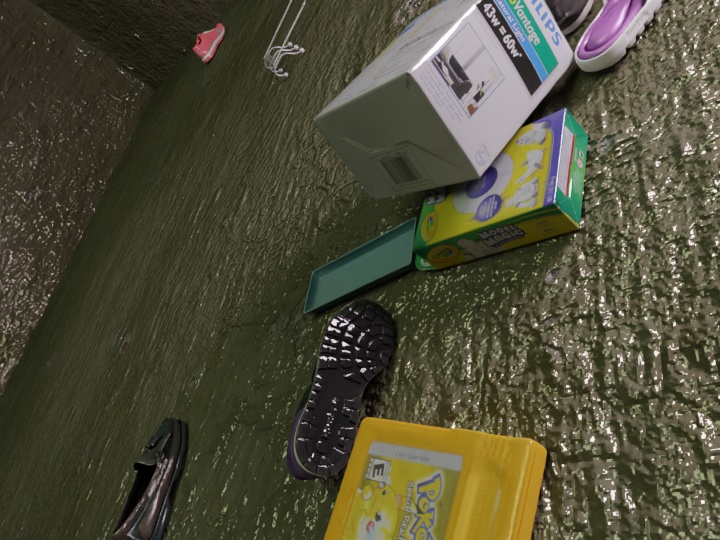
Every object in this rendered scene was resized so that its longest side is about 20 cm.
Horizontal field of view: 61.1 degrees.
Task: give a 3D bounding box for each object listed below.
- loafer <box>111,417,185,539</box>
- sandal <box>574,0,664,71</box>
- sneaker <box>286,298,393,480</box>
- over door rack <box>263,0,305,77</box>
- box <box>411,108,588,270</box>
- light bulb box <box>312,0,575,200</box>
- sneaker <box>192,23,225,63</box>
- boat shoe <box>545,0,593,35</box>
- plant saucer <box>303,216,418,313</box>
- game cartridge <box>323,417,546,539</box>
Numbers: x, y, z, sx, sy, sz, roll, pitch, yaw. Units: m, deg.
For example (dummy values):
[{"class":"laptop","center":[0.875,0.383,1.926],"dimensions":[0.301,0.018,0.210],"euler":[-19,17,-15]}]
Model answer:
[{"class":"loafer","center":[-0.305,0.300,0.889],"dimensions":[0.072,0.063,0.202],"euler":[-35,37,31]},{"class":"sandal","center":[0.275,-0.296,0.616],"dimensions":[0.082,0.050,0.204],"euler":[12,72,58]},{"class":"sneaker","center":[-0.031,0.122,0.653],"dimensions":[0.088,0.075,0.201],"euler":[-47,15,57]},{"class":"over door rack","center":[-0.175,-0.583,1.498],"dimensions":[0.148,0.066,0.202],"euler":[52,127,58]},{"class":"box","center":[0.129,-0.074,0.627],"dimensions":[0.199,0.048,0.119],"euler":[-21,45,48]},{"class":"light bulb box","center":[0.087,-0.198,0.667],"dimensions":[0.200,0.125,0.197],"euler":[-49,23,-21]},{"class":"sneaker","center":[-0.600,-0.920,2.417],"dimensions":[0.073,0.086,0.202],"euler":[-17,49,46]},{"class":"boat shoe","center":[0.255,-0.367,0.704],"dimensions":[0.067,0.057,0.202],"euler":[2,64,56]},{"class":"plant saucer","center":[0.000,0.000,0.772],"dimensions":[0.199,0.019,0.071],"euler":[-27,42,42]},{"class":"game cartridge","center":[0.045,0.214,0.496],"dimensions":[0.199,0.032,0.178],"euler":[-12,53,52]}]
